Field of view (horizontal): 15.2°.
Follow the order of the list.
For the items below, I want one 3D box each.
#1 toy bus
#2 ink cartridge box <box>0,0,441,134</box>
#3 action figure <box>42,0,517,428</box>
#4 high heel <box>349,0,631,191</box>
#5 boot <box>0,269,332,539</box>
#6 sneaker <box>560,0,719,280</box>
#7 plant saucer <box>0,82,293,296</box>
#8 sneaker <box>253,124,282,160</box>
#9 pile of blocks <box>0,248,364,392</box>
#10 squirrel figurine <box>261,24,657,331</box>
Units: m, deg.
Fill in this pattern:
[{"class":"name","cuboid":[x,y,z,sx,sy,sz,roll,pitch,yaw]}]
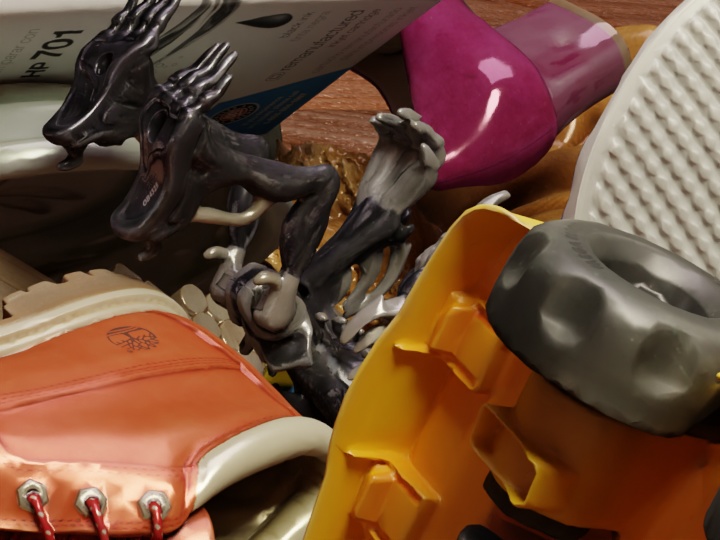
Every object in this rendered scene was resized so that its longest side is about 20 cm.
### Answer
[{"class":"toy bus","cuboid":[0.108,0.085,0.587,0.192,0.136,0.200,7,25,-37]},{"class":"ink cartridge box","cuboid":[-0.095,-0.101,0.931,0.200,0.086,0.146,-8,-13,-32]},{"class":"action figure","cuboid":[0.000,0.000,0.829,0.200,0.102,0.119,46,-3,-33]},{"class":"high heel","cuboid":[-0.001,-0.085,1.001,0.096,0.068,0.200,-32,34,-31]},{"class":"boot","cuboid":[-0.094,0.065,0.701,0.107,0.075,0.200,31,40,34]},{"class":"sneaker","cuboid":[0.089,0.001,0.842,0.073,0.201,0.114,22,4,-1]},{"class":"plant saucer","cuboid":[-0.124,-0.022,0.920,0.200,0.050,0.200,-11,-16,-3]},{"class":"sneaker","cuboid":[-0.104,-0.040,1.116,0.114,0.076,0.199,-7,-4,-25]},{"class":"pile of blocks","cuboid":[-0.078,0.044,0.903,0.200,0.082,0.062,9,-34,-40]},{"class":"squirrel figurine","cuboid":[0.050,0.006,1.025,0.200,0.142,0.187,-5,22,7]}]
